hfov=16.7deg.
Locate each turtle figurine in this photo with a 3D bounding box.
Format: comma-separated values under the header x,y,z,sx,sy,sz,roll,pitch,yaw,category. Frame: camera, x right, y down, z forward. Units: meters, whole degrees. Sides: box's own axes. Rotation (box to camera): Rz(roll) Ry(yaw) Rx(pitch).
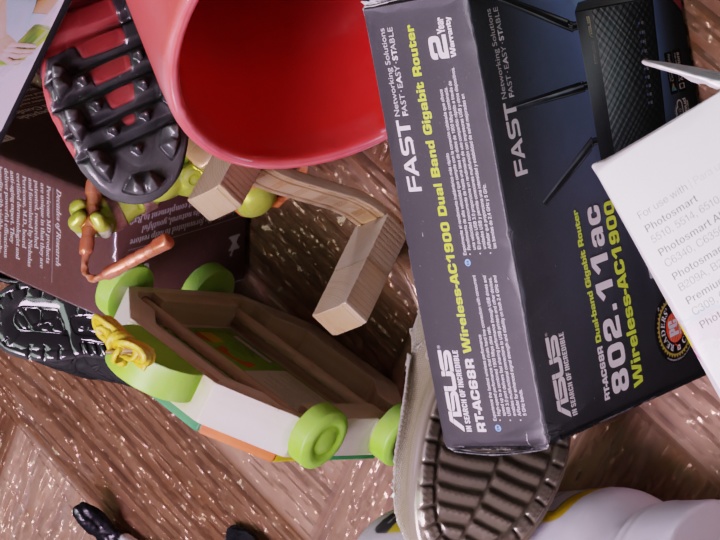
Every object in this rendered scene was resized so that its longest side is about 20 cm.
x,y,z,sx,sy,sz,roll,pitch,yaw,category
-0.071,-0.078,1.246,0.161,0.200,0.064,55,179,40,turtle figurine

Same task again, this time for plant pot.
x,y,z,sx,sy,sz,roll,pitch,yaw,category
-0.038,-0.177,1.130,0.178,0.200,0.201,57,135,31,plant pot

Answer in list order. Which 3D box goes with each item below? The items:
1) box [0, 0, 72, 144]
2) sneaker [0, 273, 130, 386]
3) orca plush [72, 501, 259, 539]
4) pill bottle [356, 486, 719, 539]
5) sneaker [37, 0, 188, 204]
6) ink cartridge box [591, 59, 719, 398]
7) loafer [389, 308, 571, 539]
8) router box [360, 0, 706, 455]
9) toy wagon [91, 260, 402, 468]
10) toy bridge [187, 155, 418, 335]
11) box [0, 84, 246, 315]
x,y,z,sx,sy,sz,roll,pitch,yaw,category
-0.189,-0.150,1.151,0.117,0.060,0.200,64,142,25,box
-0.133,0.035,1.369,0.199,0.104,0.060,12,89,5,sneaker
-0.101,0.191,1.383,0.200,0.071,0.106,35,125,31,orca plush
0.093,0.161,1.156,0.200,0.114,0.115,-10,96,46,pill bottle
-0.133,-0.115,1.213,0.098,0.071,0.201,95,153,-69,sneaker
0.194,-0.009,0.968,0.125,0.128,0.201,-31,80,20,ink cartridge box
0.057,0.050,1.147,0.068,0.075,0.201,141,147,-62,loafer
0.087,-0.036,1.072,0.062,0.150,0.201,-4,101,44,router box
-0.065,0.047,1.212,0.155,0.200,0.040,35,107,31,toy wagon
0.000,0.000,1.190,0.027,0.067,0.200,-21,122,45,toy bridge
-0.165,-0.042,1.350,0.200,0.100,0.075,23,118,37,box
